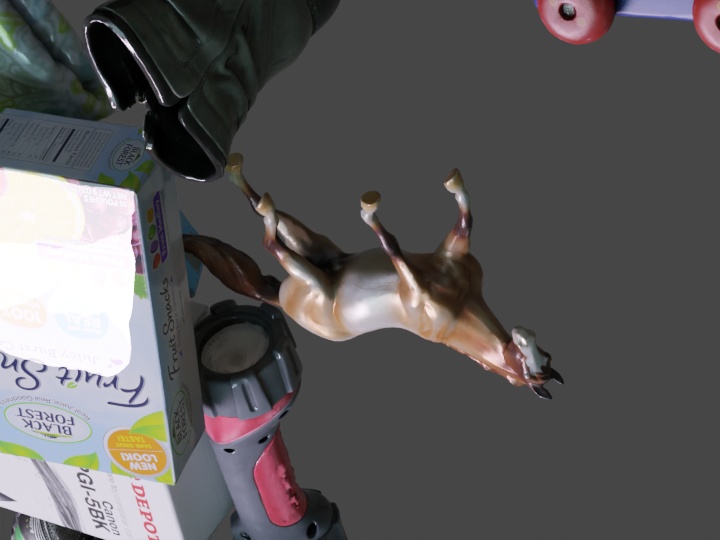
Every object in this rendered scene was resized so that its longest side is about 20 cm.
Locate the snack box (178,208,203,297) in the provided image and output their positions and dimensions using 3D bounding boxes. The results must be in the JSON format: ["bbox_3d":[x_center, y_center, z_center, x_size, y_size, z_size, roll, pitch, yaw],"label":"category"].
[{"bbox_3d":[-0.197,-0.026,1.429,0.199,0.037,0.116,-2,147,24],"label":"snack box"}]

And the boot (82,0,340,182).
[{"bbox_3d":[-0.084,-0.146,1.178,0.068,0.131,0.200,-2,131,38],"label":"boot"}]

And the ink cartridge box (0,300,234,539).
[{"bbox_3d":[-0.175,0.075,1.538,0.200,0.083,0.147,14,138,26],"label":"ink cartridge box"}]

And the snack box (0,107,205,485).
[{"bbox_3d":[-0.161,0.012,1.361,0.142,0.053,0.200,10,131,16],"label":"snack box"}]

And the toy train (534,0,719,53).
[{"bbox_3d":[0.160,-0.152,1.041,0.200,0.085,0.116,8,123,31],"label":"toy train"}]

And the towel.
[{"bbox_3d":[-0.243,-0.135,1.383,0.171,0.048,0.200,-14,123,46],"label":"towel"}]

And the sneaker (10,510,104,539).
[{"bbox_3d":[-0.135,0.195,1.664,0.200,0.078,0.085,39,138,-22],"label":"sneaker"}]

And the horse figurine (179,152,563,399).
[{"bbox_3d":[0.000,0.000,1.345,0.199,0.050,0.133,3,140,29],"label":"horse figurine"}]

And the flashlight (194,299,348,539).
[{"bbox_3d":[-0.049,0.104,1.497,0.068,0.068,0.200,27,151,36],"label":"flashlight"}]
